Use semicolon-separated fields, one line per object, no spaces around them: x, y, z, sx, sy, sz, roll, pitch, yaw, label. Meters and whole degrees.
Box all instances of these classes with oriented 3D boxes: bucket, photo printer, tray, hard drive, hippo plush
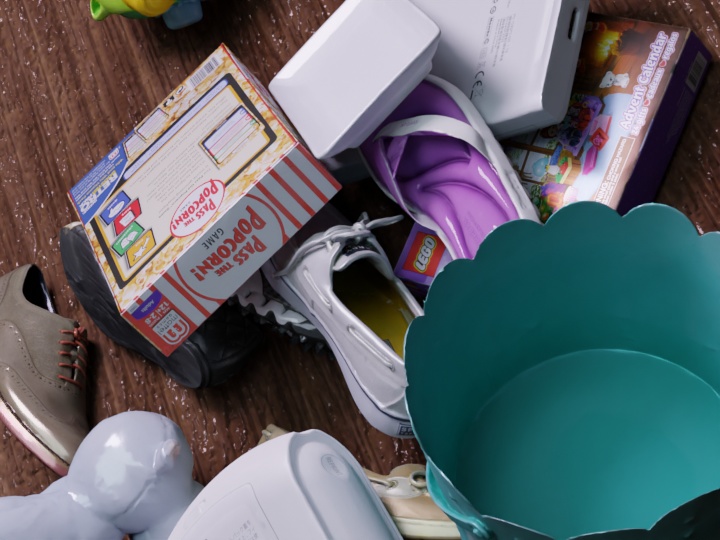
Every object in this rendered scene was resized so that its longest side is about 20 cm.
0.125;0.079;1.009;0.205;0.135;0.209;-5;55;6;bucket
-0.033;0.203;1.076;0.166;0.069;0.201;-47;64;33;photo printer
-0.002;-0.128;1.207;0.107;0.022;0.200;-45;21;5;tray
0.061;-0.134;1.216;0.199;0.026;0.133;-13;55;47;hard drive
-0.175;0.157;1.198;0.160;0.201;0.159;-39;17;-14;hippo plush

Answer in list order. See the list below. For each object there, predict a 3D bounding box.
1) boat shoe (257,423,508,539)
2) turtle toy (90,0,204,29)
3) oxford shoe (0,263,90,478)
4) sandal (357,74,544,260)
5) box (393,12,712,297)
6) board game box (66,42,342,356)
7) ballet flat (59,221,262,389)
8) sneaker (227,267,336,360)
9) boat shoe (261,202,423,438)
0.012;0.131;1.135;0.199;0.073;0.064;2;73;41;boat shoe
-0.130;-0.260;1.392;0.200;0.101;0.146;-52;51;0;turtle toy
-0.218;0.068;1.313;0.075;0.070;0.200;-40;53;3;oxford shoe
0.045;-0.060;1.137;0.203;0.050;0.083;48;117;43;sandal
0.118;-0.064;1.179;0.136;0.039;0.201;15;77;38;box
-0.106;-0.052;1.223;0.151;0.046;0.200;-43;29;5;board game box
-0.144;0.022;1.308;0.057;0.067;0.200;-26;43;-32;ballet flat
-0.060;-0.015;1.252;0.199;0.066;0.091;32;89;41;sneaker
-0.004;0.002;1.150;0.074;0.087;0.203;-11;49;-24;boat shoe
